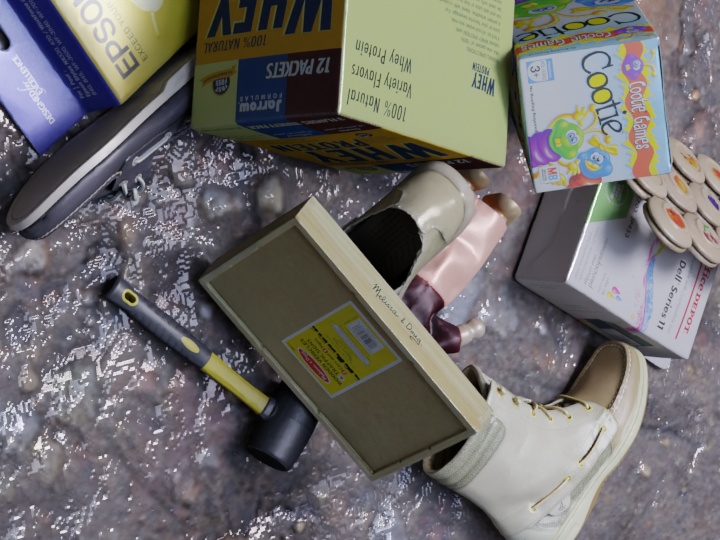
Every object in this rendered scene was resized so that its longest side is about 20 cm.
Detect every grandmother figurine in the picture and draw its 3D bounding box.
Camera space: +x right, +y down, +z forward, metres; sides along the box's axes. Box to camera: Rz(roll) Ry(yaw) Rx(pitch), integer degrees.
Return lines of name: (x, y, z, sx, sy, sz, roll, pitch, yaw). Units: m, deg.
grandmother figurine: (0.046, 0.016, 1.520, 0.121, 0.061, 0.200, 40, 70, -3)

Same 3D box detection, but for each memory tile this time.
memory tile: (0.275, -0.060, 1.640, 0.199, 0.017, 0.154, 20, 38, -46)

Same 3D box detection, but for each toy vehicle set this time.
toy vehicle set: (-0.012, 0.052, 1.394, 0.200, 0.124, 0.027, 50, 47, -11)

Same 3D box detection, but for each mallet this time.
mallet: (-0.101, 0.061, 1.422, 0.200, 0.041, 0.066, 48, 65, -25)

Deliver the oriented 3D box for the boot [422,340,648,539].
boot: (0.142, 0.115, 1.591, 0.154, 0.072, 0.201, 40, 70, -30)

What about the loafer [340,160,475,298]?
loafer: (0.000, 0.000, 1.410, 0.076, 0.200, 0.068, 46, 33, 12)

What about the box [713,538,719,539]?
box: (0.358, 0.368, 1.757, 0.176, 0.096, 0.201, 36, 73, -36)

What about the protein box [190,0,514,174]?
protein box: (0.000, -0.184, 1.382, 0.198, 0.134, 0.202, 12, 79, -51)

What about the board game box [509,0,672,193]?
board game box: (0.165, -0.144, 1.489, 0.102, 0.200, 0.106, -8, 110, 2)

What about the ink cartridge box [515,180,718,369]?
ink cartridge box: (0.233, -0.002, 1.651, 0.199, 0.067, 0.118, 30, 74, -35)

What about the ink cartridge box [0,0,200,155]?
ink cartridge box: (-0.193, -0.216, 1.326, 0.200, 0.047, 0.198, -49, 121, -27)

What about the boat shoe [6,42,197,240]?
boat shoe: (-0.156, -0.077, 1.346, 0.200, 0.072, 0.063, -47, 116, -31)
